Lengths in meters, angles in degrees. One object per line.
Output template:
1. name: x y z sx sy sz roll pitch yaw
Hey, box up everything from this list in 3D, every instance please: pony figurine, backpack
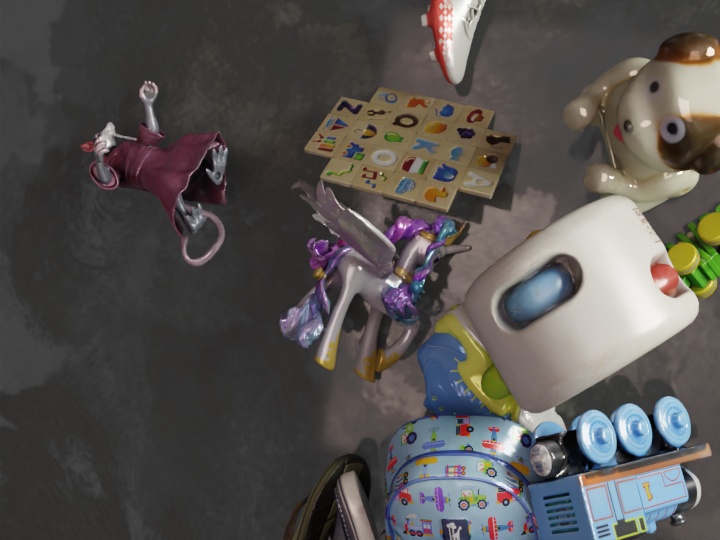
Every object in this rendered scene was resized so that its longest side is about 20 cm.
1. pony figurine: 0.000 0.000 0.841 0.191 0.167 0.202 29 96 -18
2. backpack: 0.103 0.244 0.775 0.179 0.135 0.204 -2 116 17

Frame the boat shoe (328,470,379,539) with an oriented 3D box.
1. boat shoe: -0.020 0.308 0.839 0.091 0.075 0.204 -15 108 -1

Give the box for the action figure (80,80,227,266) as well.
1. action figure: -0.238 -0.118 0.941 0.197 0.134 0.151 17 138 28

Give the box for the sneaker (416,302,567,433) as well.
1. sneaker: 0.130 0.138 0.838 0.105 0.075 0.202 -38 76 29

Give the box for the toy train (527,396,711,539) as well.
1. toy train: 0.238 0.185 0.741 0.086 0.197 0.117 -31 66 54

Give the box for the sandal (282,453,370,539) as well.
1. sandal: -0.055 0.285 0.887 0.057 0.079 0.204 39 109 45

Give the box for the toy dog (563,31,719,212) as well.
1. toy dog: 0.278 -0.126 0.715 0.190 0.200 0.143 -6 89 16

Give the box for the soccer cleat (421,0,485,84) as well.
1. soccer cleat: 0.110 -0.296 0.834 0.083 0.068 0.205 -1 86 20

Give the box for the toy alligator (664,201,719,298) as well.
1. toy alligator: 0.346 -0.040 0.775 0.200 0.059 0.055 -46 38 12

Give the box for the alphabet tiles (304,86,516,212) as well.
1. alphabet tiles: 0.051 -0.128 0.822 0.196 0.168 0.006 15 138 16

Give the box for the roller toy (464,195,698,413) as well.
1. roller toy: 0.192 0.025 0.726 0.197 0.183 0.141 -26 77 -16
